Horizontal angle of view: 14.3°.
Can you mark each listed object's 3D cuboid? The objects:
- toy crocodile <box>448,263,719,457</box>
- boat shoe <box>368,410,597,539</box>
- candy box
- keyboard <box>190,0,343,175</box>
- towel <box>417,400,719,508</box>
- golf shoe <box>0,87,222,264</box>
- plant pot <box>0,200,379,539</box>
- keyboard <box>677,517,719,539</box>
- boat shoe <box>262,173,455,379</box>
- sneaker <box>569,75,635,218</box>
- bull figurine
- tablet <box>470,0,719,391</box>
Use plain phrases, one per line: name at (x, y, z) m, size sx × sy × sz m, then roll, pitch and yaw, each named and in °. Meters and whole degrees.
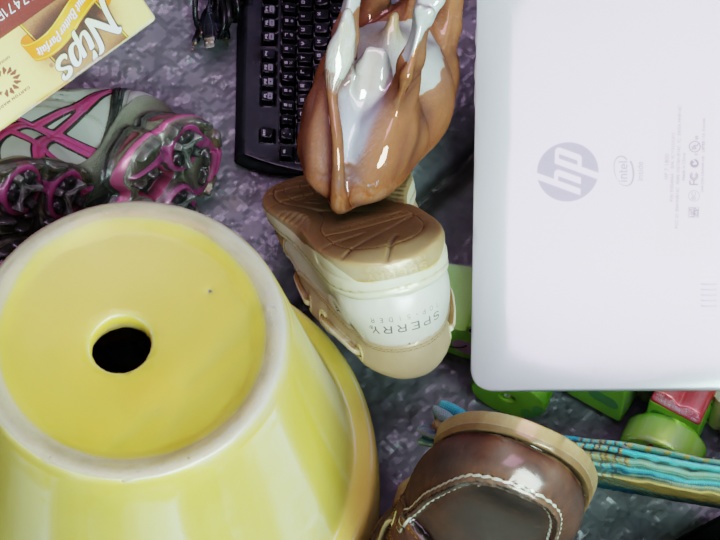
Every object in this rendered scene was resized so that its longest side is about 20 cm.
toy crocodile at (0.111, 0.040, 1.316) m, size 0.200 × 0.062 × 0.068 m, roll 22°, pitch 65°, yaw 12°
boat shoe at (0.044, 0.114, 1.184) m, size 0.070 × 0.200 × 0.070 m, roll 26°, pitch 69°, yaw 0°
candy box at (-0.183, -0.102, 1.324) m, size 0.115 × 0.200 × 0.055 m, roll -37°, pitch 106°, yaw -17°
keyboard at (-0.036, -0.140, 1.425) m, size 0.104 × 0.040 × 0.200 m, roll 0°, pitch 61°, yaw 0°
towel at (0.139, 0.087, 1.224) m, size 0.200 × 0.147 × 0.022 m, roll 9°, pitch 85°, yaw 21°
golf shoe at (-0.157, -0.039, 1.323) m, size 0.092 × 0.073 × 0.200 m, roll 26°, pitch 26°, yaw 28°
plant pot at (-0.093, 0.069, 1.232) m, size 0.200 × 0.189 × 0.201 m, roll -1°, pitch 62°, yaw 1°
keyboard at (0.148, 0.171, 1.260) m, size 0.200 × 0.040 × 0.104 m, roll -27°, pitch 46°, yaw -17°
boat shoe at (0.000, 0.000, 1.296) m, size 0.074 × 0.200 × 0.069 m, roll -11°, pitch 105°, yaw -4°
sneaker at (0.113, -0.086, 1.369) m, size 0.077 × 0.085 × 0.200 m, roll -15°, pitch 63°, yaw -7°
bull figurine at (0.014, -0.094, 1.306) m, size 0.065 × 0.122 × 0.200 m, roll 12°, pitch 22°, yaw 1°
tablet at (0.115, -0.043, 1.301) m, size 0.130 × 0.014 × 0.200 m, roll -1°, pitch 75°, yaw 8°
